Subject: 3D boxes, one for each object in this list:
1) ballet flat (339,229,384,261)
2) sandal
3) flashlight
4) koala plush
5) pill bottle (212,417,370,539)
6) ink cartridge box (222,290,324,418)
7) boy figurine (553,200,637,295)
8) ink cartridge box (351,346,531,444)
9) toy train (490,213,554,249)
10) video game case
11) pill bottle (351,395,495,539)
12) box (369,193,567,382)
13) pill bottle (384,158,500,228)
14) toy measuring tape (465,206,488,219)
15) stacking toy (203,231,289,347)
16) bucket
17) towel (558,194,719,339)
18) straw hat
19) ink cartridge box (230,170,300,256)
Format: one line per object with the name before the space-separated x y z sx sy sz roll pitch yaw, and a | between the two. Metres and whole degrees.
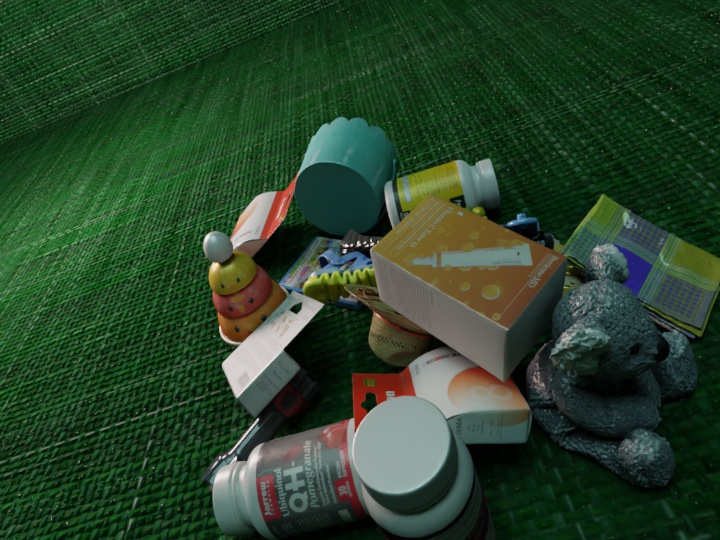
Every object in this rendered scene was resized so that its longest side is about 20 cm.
ballet flat | 0.042 -0.049 0.929 0.196 0.066 0.058 2 68 37
sandal | 0.000 0.000 0.899 0.193 0.081 0.089 -3 47 -1
flashlight | -0.142 0.228 0.763 0.067 0.068 0.201 23 63 38
koala plush | 0.260 0.092 0.583 0.180 0.203 0.178 12 50 37
pill bottle | -0.074 0.258 0.647 0.195 0.112 0.112 -18 38 9
ink cartridge box | -0.129 0.117 0.815 0.174 0.044 0.199 -45 17 -12
boy figurine | 0.328 -0.017 0.782 0.123 0.065 0.200 26 58 37
ink cartridge box | 0.088 0.145 0.652 0.193 0.052 0.163 2 18 -3
toy train | 0.187 -0.031 0.802 0.194 0.090 0.114 -7 -1 -2
video game case | -0.046 -0.001 1.001 0.196 0.018 0.144 10 51 36
pill bottle | 0.066 0.227 0.535 0.111 0.203 0.116 -14 38 12
box | 0.126 0.013 0.641 0.198 0.099 0.124 31 61 34
pill bottle | 0.149 -0.132 0.967 0.195 0.114 0.114 -15 39 13
toy measuring tape | 0.157 -0.021 0.886 0.073 0.074 0.202 23 71 43
stacking toy | -0.219 0.019 0.923 0.142 0.203 0.148 -15 39 12
bucket | -0.030 -0.178 1.052 0.202 0.210 0.137 -3 44 25
towel | 0.386 -0.012 0.721 0.198 0.023 0.144 36 65 22
straw hat | 0.059 0.092 0.779 0.199 0.198 0.087 24 99 43
ink cartridge box | -0.207 -0.109 1.099 0.200 0.049 0.165 -44 25 37
